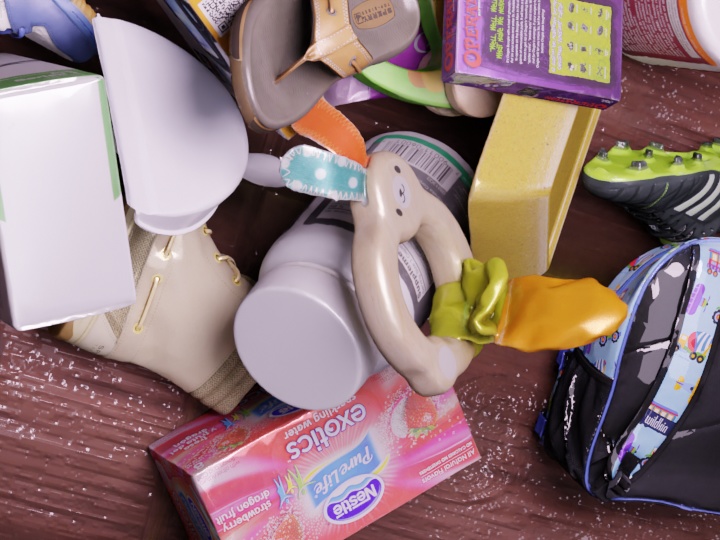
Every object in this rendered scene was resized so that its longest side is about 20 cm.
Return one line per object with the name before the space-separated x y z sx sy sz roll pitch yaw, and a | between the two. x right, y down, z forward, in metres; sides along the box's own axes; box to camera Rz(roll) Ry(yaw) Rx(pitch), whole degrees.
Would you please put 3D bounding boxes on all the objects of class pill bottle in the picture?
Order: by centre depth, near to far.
pill bottle | 0.000 0.000 1.674 0.114 0.113 0.200 63 38 -19
pill bottle | 0.231 -0.199 1.746 0.113 0.200 0.115 -4 100 -24

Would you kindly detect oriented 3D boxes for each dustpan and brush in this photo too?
dustpan and brush | -0.101 -0.080 1.606 0.199 0.057 0.141 7 64 -45

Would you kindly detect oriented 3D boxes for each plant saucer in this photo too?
plant saucer | 0.127 -0.092 1.700 0.048 0.200 0.201 17 70 10

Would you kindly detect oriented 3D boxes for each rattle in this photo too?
rattle | 0.053 -0.027 1.547 0.130 0.142 0.201 -37 113 -39

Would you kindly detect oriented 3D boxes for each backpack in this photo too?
backpack | 0.236 0.066 1.814 0.181 0.134 0.202 9 102 -23

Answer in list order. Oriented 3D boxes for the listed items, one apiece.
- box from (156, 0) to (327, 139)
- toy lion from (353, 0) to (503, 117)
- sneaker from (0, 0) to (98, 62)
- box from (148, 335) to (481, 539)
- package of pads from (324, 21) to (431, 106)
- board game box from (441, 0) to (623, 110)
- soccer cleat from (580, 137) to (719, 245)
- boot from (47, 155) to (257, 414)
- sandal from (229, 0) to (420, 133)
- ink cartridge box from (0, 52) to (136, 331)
box | -0.095 -0.165 1.575 0.041 0.119 0.200 -39 124 -7
toy lion | 0.028 -0.219 1.648 0.190 0.069 0.202 16 89 -23
sneaker | -0.261 -0.176 1.596 0.199 0.075 0.089 31 77 -13
box | -0.031 0.128 1.738 0.199 0.095 0.103 -28 109 -18
package of pads | 0.013 -0.218 1.714 0.120 0.076 0.202 -12 103 -22
board game box | 0.114 -0.211 1.618 0.119 0.032 0.202 10 75 -24
soccer cleat | 0.228 -0.051 1.814 0.199 0.067 0.082 -4 109 -49
boot | -0.104 -0.015 1.695 0.155 0.073 0.201 28 88 -25
sandal | -0.013 -0.144 1.537 0.200 0.054 0.082 -26 101 -50
ink cartridge box | -0.220 -0.055 1.567 0.084 0.200 0.147 -12 104 -22
